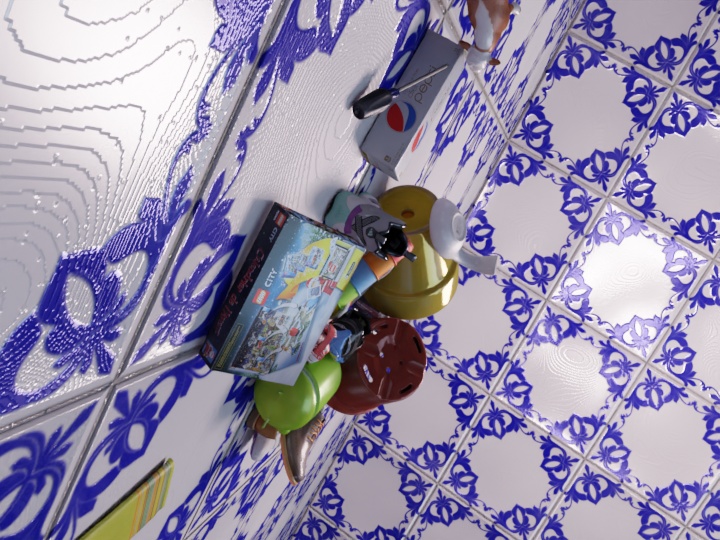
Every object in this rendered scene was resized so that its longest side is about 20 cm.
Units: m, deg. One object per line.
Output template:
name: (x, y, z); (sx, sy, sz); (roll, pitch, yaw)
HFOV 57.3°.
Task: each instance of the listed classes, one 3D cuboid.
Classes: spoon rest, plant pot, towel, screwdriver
spoon rest: (0.176, -0.051, 1.179); (0.199, 0.059, 0.102); (38, 58, -41)
plant pot: (0.089, -0.044, 1.238); (0.202, 0.196, 0.192); (-52, 152, -31)
towel: (-0.300, 0.314, 0.804); (0.200, 0.018, 0.088); (-38, 151, -61)
screwdriver: (0.059, -0.240, 0.873); (0.198, 0.028, 0.030); (-33, 151, -40)
plant pot: (0.023, 0.176, 1.278); (0.203, 0.200, 0.194); (-54, -167, -23)

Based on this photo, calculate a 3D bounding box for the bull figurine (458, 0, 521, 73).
bull figurine: (0.176, -0.380, 0.902); (0.122, 0.063, 0.205); (-53, 143, -44)

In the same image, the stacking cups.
stacking cups: (-0.003, 0.004, 1.083); (0.199, 0.061, 0.061); (-40, 167, -4)

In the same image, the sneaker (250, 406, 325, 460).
sneaker: (-0.140, 0.304, 1.297); (0.200, 0.098, 0.076); (-47, 167, -45)

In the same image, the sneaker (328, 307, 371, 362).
sneaker: (-0.018, 0.108, 1.099); (0.081, 0.072, 0.200); (-28, 176, -2)

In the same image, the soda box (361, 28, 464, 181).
soda box: (0.078, -0.240, 0.965); (0.204, 0.063, 0.068); (-60, 169, -2)

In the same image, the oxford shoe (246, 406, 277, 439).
oxford shoe: (-0.127, 0.223, 1.223); (0.202, 0.070, 0.072); (-56, 168, -27)

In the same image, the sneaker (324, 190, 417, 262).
sneaker: (0.032, -0.057, 1.023); (0.079, 0.138, 0.199); (-61, 169, 14)

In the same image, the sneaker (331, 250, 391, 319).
sneaker: (0.000, 0.000, 1.166); (0.199, 0.078, 0.082); (-42, 175, 18)

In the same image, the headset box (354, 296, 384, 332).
headset box: (0.052, 0.044, 1.562); (0.151, 0.076, 0.201); (-56, 170, -16)

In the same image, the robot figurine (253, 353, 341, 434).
robot figurine: (-0.104, 0.189, 1.112); (0.179, 0.114, 0.200); (-65, 168, 25)

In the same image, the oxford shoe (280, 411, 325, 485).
oxford shoe: (-0.104, 0.294, 1.228); (0.072, 0.070, 0.205); (63, 23, -54)

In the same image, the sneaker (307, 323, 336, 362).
sneaker: (-0.080, 0.057, 0.894); (0.068, 0.106, 0.203); (-52, 167, -26)

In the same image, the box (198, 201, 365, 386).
box: (-0.092, 0.035, 0.795); (0.135, 0.037, 0.204); (21, 101, -46)
